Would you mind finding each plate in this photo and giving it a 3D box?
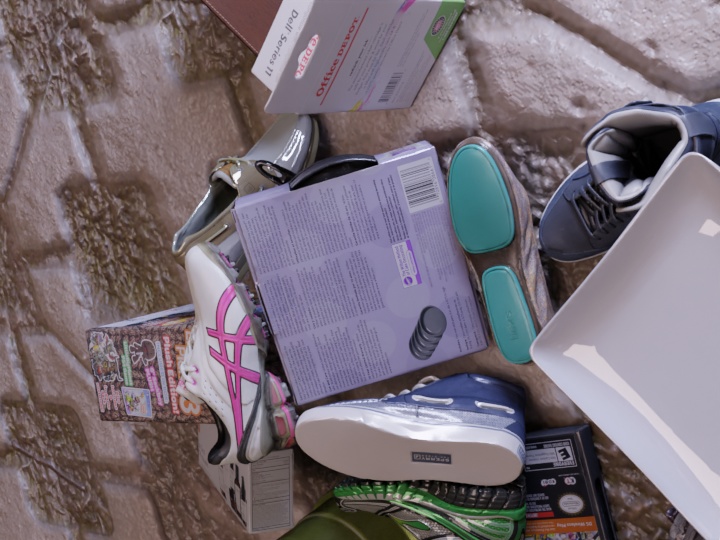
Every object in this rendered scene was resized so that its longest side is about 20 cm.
[{"bbox_3d":[0.239,0.055,0.746,0.200,0.032,0.200,47,123,23],"label":"plate"}]

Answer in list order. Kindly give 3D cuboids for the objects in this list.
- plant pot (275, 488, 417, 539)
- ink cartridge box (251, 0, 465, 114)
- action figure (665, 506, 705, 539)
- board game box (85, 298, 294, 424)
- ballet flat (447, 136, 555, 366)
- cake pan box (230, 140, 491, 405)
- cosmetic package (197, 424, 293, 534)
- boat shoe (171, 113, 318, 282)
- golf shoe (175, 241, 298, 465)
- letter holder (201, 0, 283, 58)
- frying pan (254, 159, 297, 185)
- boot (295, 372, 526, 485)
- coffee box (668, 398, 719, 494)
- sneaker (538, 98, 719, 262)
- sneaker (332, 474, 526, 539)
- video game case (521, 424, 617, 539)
[{"bbox_3d":[-0.056,0.332,1.064,0.200,0.189,0.201,15,111,45],"label":"plant pot"},{"bbox_3d":[-0.013,-0.198,0.938,0.067,0.200,0.117,44,122,24],"label":"ink cartridge box"},{"bbox_3d":[0.247,0.235,0.864,0.069,0.130,0.201,30,127,31],"label":"action figure"},{"bbox_3d":[-0.151,0.089,1.130,0.199,0.159,0.097,-5,96,40],"label":"board game box"},{"bbox_3d":[0.123,-0.019,0.943,0.068,0.067,0.201,-5,103,35],"label":"ballet flat"},{"bbox_3d":[0.000,0.000,0.971,0.183,0.052,0.201,-19,104,-2],"label":"cake pan box"},{"bbox_3d":[-0.123,0.192,1.140,0.200,0.050,0.083,-156,66,-66],"label":"cosmetic package"},{"bbox_3d":[-0.109,-0.079,1.063,0.075,0.068,0.201,6,65,53],"label":"boat shoe"},{"bbox_3d":[-0.122,0.076,0.969,0.073,0.092,0.201,-172,63,-74],"label":"golf shoe"},{"bbox_3d":[-0.076,-0.298,1.037,0.200,0.100,0.142,46,121,23],"label":"letter holder"},{"bbox_3d":[0.003,-0.057,1.009,0.115,0.031,0.190,-37,105,21],"label":"frying pan"},{"bbox_3d":[0.047,0.133,0.977,0.199,0.090,0.073,8,128,6],"label":"boot"},{"bbox_3d":[0.328,0.166,0.789,0.080,0.113,0.200,-48,68,34],"label":"coffee box"},{"bbox_3d":[0.186,-0.062,0.841,0.202,0.146,0.077,-39,76,38],"label":"sneaker"},{"bbox_3d":[0.057,0.222,1.006,0.199,0.078,0.086,1,100,38],"label":"sneaker"},{"bbox_3d":[0.140,0.241,1.011,0.199,0.025,0.182,-15,89,39],"label":"video game case"}]
